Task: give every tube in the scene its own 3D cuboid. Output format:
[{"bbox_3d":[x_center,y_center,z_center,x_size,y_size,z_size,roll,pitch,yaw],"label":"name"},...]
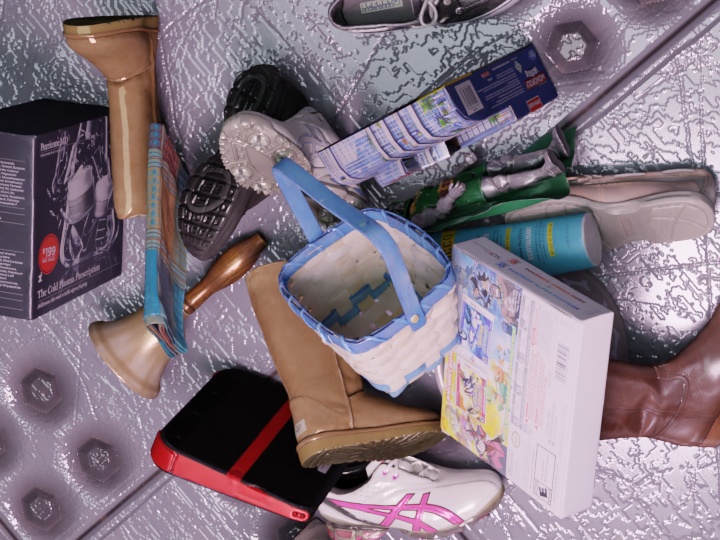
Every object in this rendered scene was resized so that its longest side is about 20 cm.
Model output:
[{"bbox_3d":[0.129,-0.013,1.500,0.199,0.050,0.078,-11,65,27],"label":"tube"}]

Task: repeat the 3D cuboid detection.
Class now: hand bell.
[{"bbox_3d":[-0.176,0.030,1.635,0.200,0.104,0.104,-42,89,9],"label":"hand bell"}]

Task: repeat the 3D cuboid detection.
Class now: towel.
[{"bbox_3d":[-0.188,-0.026,1.545,0.022,0.147,0.201,-1,74,3],"label":"towel"}]

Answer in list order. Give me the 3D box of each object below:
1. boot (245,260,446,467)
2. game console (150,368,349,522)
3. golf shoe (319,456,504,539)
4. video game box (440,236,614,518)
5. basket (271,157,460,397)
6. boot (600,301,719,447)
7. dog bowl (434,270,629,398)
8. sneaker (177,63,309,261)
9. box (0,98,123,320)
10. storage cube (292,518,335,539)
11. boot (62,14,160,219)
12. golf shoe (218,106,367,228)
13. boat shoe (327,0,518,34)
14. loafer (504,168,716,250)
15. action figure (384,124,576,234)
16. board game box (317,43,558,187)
[{"bbox_3d":[-0.011,0.086,1.565,0.066,0.174,0.201,-42,57,46],"label":"boot"},{"bbox_3d":[-0.099,0.171,1.572,0.176,0.200,0.031,23,116,9],"label":"game console"},{"bbox_3d":[0.046,0.224,1.600,0.199,0.073,0.092,-11,116,18],"label":"golf shoe"},{"bbox_3d":[0.146,0.095,1.432,0.182,0.047,0.201,32,128,46],"label":"video game box"},{"bbox_3d":[0.000,0.000,1.433,0.139,0.200,0.176,-40,46,-10],"label":"basket"},{"bbox_3d":[0.266,0.085,1.466,0.199,0.064,0.187,6,109,-18],"label":"boot"},{"bbox_3d":[0.162,0.085,1.550,0.199,0.059,0.201,4,104,15],"label":"dog bowl"},{"bbox_3d":[-0.107,-0.097,1.549,0.076,0.091,0.201,28,91,42],"label":"sneaker"},{"bbox_3d":[-0.324,-0.067,1.583,0.103,0.200,0.183,8,106,16],"label":"box"},{"bbox_3d":[-0.034,0.387,1.611,0.170,0.200,0.181,27,103,9],"label":"storage cube"},{"bbox_3d":[-0.232,-0.150,1.553,0.066,0.175,0.201,1,100,18],"label":"boot"},{"bbox_3d":[-0.068,-0.119,1.503,0.078,0.200,0.098,-15,62,26],"label":"golf shoe"},{"bbox_3d":[0.064,-0.264,1.490,0.198,0.068,0.074,-5,102,17],"label":"boat shoe"},{"bbox_3d":[0.239,-0.062,1.499,0.199,0.063,0.072,-1,135,21],"label":"loafer"},{"bbox_3d":[0.108,-0.078,1.511,0.199,0.118,0.055,-21,115,31],"label":"action figure"},{"bbox_3d":[0.056,-0.128,1.481,0.199,0.200,0.062,-26,94,35],"label":"board game box"}]
